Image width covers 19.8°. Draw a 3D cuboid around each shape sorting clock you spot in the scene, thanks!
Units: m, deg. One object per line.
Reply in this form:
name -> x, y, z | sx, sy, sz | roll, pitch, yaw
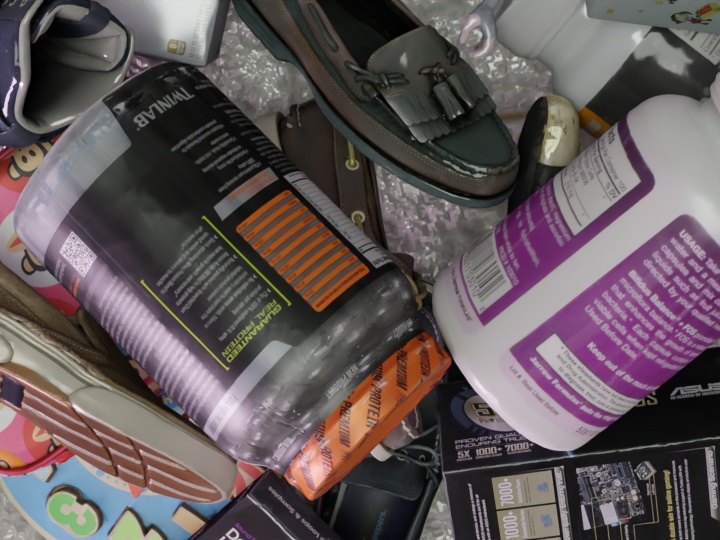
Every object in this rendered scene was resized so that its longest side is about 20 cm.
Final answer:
shape sorting clock -> -0.119, 0.074, 1.157 | 0.200, 0.039, 0.200 | 0, 100, 2

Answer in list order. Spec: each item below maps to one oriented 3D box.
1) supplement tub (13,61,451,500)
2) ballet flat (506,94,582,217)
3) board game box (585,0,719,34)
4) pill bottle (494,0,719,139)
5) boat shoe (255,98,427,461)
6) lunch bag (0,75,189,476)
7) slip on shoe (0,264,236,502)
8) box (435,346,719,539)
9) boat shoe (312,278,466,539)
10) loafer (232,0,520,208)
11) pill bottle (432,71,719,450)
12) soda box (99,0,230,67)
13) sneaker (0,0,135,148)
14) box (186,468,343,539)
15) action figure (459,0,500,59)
supplement tub -> -0.059, 0.007, 0.990 | 0.200, 0.123, 0.123 | 46, 99, 8
ballet flat -> 0.105, -0.008, 1.096 | 0.057, 0.067, 0.200 | 1, 128, 4
board game box -> 0.206, -0.192, 1.020 | 0.200, 0.064, 0.148 | 3, 67, -17
pill bottle -> 0.172, -0.102, 1.072 | 0.200, 0.116, 0.116 | 36, 100, -3
boat shoe -> 0.000, 0.000, 1.099 | 0.059, 0.072, 0.200 | -20, 73, 8
lunch bag -> -0.145, 0.013, 1.097 | 0.200, 0.082, 0.176 | -35, 88, 2
slip on shoe -> -0.145, 0.047, 1.027 | 0.200, 0.076, 0.061 | 28, 64, -4
box -> 0.134, 0.154, 1.105 | 0.164, 0.086, 0.200 | -9, 119, 4
boat shoe -> 0.014, 0.103, 1.141 | 0.075, 0.062, 0.200 | 16, 100, 10
loafer -> 0.008, -0.112, 1.062 | 0.200, 0.072, 0.063 | 43, 136, 23
pill bottle -> 0.140, -0.012, 0.989 | 0.200, 0.112, 0.112 | -40, 96, 20
soda box -> -0.089, -0.212, 1.090 | 0.064, 0.068, 0.200 | 12, 100, 0
sneaker -> -0.167, -0.156, 1.050 | 0.077, 0.146, 0.203 | 18, 77, -40
box -> -0.064, 0.216, 1.145 | 0.143, 0.036, 0.200 | 45, 124, -5
action figure -> 0.070, -0.205, 1.022 | 0.149, 0.200, 0.134 | -34, 120, -4
